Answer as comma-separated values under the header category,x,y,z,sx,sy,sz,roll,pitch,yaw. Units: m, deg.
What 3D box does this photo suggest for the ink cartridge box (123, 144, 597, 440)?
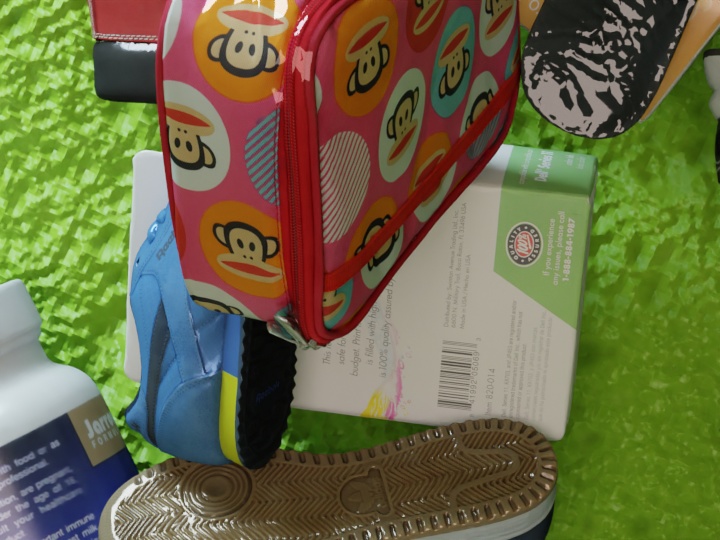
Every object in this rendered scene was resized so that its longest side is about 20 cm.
category,x,y,z,sx,sy,sz,roll,pitch,yaw
ink cartridge box,0.000,0.000,1.191,0.199,0.067,0.118,7,111,6

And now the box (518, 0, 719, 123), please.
category,x,y,z,sx,sy,sz,roll,pitch,yaw
box,0.138,-0.183,1.139,0.124,0.097,0.200,38,107,3

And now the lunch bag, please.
category,x,y,z,sx,sy,sz,roll,pitch,yaw
lunch bag,-0.004,-0.068,1.055,0.081,0.200,0.177,15,129,22

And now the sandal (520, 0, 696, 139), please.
category,x,y,z,sx,sy,sz,roll,pitch,yaw
sandal,0.120,-0.145,1.075,0.075,0.048,0.202,20,107,9

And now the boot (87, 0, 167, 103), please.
category,x,y,z,sx,sy,sz,roll,pitch,yaw
boot,-0.032,-0.139,1.197,0.199,0.072,0.145,-10,97,12

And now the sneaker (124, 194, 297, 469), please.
category,x,y,z,sx,sy,sz,roll,pitch,yaw
sneaker,-0.065,-0.016,1.125,0.078,0.066,0.201,14,107,25

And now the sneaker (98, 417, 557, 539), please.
category,x,y,z,sx,sy,sz,roll,pitch,yaw
sneaker,-0.011,0.128,1.183,0.199,0.109,0.070,-8,52,-2

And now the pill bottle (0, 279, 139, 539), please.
category,x,y,z,sx,sy,sz,roll,pitch,yaw
pill bottle,-0.152,0.113,1.207,0.115,0.116,0.201,-25,92,9

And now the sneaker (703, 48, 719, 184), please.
category,x,y,z,sx,sy,sz,roll,pitch,yaw
sneaker,0.230,-0.043,1.082,0.199,0.080,0.087,5,95,43
